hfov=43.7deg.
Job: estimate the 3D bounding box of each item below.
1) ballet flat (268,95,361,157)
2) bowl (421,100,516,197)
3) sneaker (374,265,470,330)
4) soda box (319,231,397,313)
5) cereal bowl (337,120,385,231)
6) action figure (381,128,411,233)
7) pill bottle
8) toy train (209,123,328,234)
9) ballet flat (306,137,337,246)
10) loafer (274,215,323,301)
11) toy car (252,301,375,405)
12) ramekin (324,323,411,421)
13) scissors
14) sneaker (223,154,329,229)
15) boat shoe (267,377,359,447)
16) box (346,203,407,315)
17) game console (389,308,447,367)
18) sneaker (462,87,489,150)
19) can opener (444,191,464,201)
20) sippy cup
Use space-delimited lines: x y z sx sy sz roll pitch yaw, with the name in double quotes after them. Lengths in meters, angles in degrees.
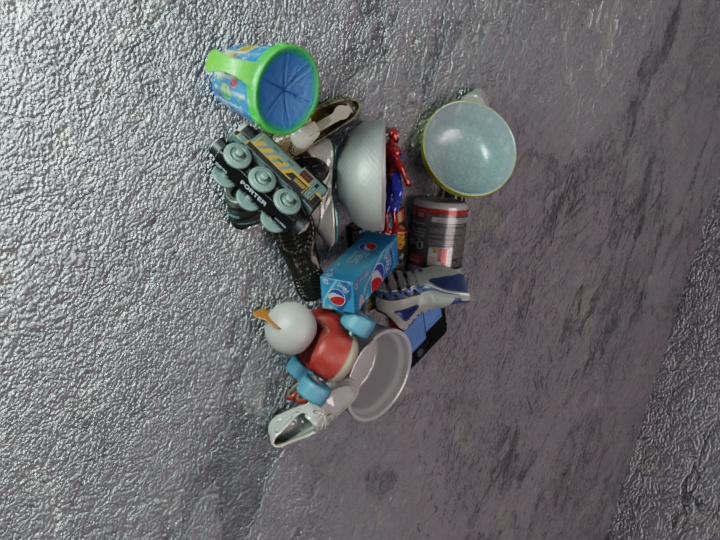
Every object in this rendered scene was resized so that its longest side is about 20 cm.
-0.075 -0.251 1.534 0.200 0.075 0.068 -36 109 -34 "ballet flat"
0.209 -0.236 1.843 0.201 0.200 0.108 -55 -176 -15 "bowl"
0.115 0.058 1.815 0.198 0.081 0.116 0 132 -6 "sneaker"
0.000 0.000 1.648 0.200 0.068 0.064 -47 141 -52 "soda box"
0.003 -0.171 1.623 0.200 0.083 0.201 1 90 -85 "cereal bowl"
0.066 -0.172 1.732 0.051 0.065 0.201 -5 95 -24 "action figure"
0.158 -0.048 1.872 0.116 0.116 0.201 -8 107 -49 "pill bottle"
-0.145 -0.147 1.429 0.114 0.200 0.085 -47 180 -39 "toy train"
-0.078 -0.138 1.608 0.069 0.069 0.201 -21 120 -43 "ballet flat"
-0.115 -0.044 1.605 0.073 0.071 0.201 -14 110 -9 "loafer"
-0.111 0.109 1.642 0.200 0.177 0.185 31 98 -25 "toy car"
0.006 0.198 1.841 0.200 0.097 0.201 -25 125 -41 "ramekin"
-0.061 0.188 1.747 0.200 0.073 0.014 -42 113 -9 "scissors"
-0.142 -0.134 1.522 0.199 0.075 0.080 -25 139 -25 "sneaker"
-0.086 0.280 1.718 0.200 0.069 0.071 -35 109 5 "boat shoe"
0.037 -0.023 1.815 0.137 0.040 0.201 -30 129 -37 "box"
0.134 0.106 2.005 0.177 0.031 0.201 -37 134 -33 "game console"
0.255 -0.292 1.929 0.089 0.075 0.201 -47 144 -54 "sneaker"
0.188 -0.115 1.951 0.053 0.067 0.201 -6 99 -54 "can opener"
-0.154 -0.286 1.375 0.140 0.130 0.178 -48 139 -25 "sippy cup"
